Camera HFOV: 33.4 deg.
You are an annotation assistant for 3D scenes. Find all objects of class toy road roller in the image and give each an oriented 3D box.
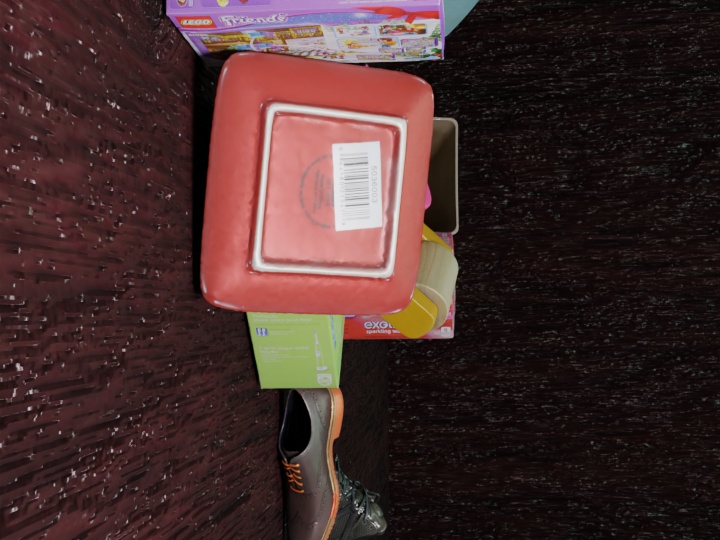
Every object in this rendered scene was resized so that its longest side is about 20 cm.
[{"bbox_3d":[0.000,0.000,1.366,0.146,0.199,0.124,-41,-161,38],"label":"toy road roller"}]

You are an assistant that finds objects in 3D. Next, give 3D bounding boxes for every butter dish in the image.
[{"bbox_3d":[-0.054,-0.071,1.009,0.147,0.196,0.204,14,-80,63],"label":"butter dish"}]

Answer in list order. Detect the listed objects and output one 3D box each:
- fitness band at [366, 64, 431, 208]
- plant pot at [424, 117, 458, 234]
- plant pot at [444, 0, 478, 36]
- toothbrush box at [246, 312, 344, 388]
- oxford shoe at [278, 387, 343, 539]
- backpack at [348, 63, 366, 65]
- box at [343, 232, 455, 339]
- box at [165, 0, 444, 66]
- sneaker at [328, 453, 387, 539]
[{"bbox_3d":[0.022,-0.154,1.337,0.203,0.037,0.143,67,16,14],"label":"fitness band"},{"bbox_3d":[0.060,-0.149,2.108,0.177,0.196,0.204,123,-32,-79],"label":"plant pot"},{"bbox_3d":[0.050,-0.311,1.215,0.200,0.196,0.137,-74,172,-72],"label":"plant pot"},{"bbox_3d":[-0.065,-0.003,1.187,0.147,0.084,0.202,-86,174,-45],"label":"toothbrush box"},{"bbox_3d":[-0.068,0.224,1.348,0.072,0.070,0.204,4,88,-56],"label":"oxford shoe"},{"bbox_3d":[-0.053,-0.229,1.124,0.202,0.124,0.169,83,20,-52],"label":"backpack"},{"bbox_3d":[0.019,0.018,1.487,0.096,0.196,0.101,-85,172,-55],"label":"box"},{"bbox_3d":[-0.035,-0.193,0.902,0.137,0.196,0.040,51,38,-82],"label":"box"},{"bbox_3d":[-0.026,0.262,1.458,0.076,0.112,0.203,-83,169,-66],"label":"sneaker"}]
